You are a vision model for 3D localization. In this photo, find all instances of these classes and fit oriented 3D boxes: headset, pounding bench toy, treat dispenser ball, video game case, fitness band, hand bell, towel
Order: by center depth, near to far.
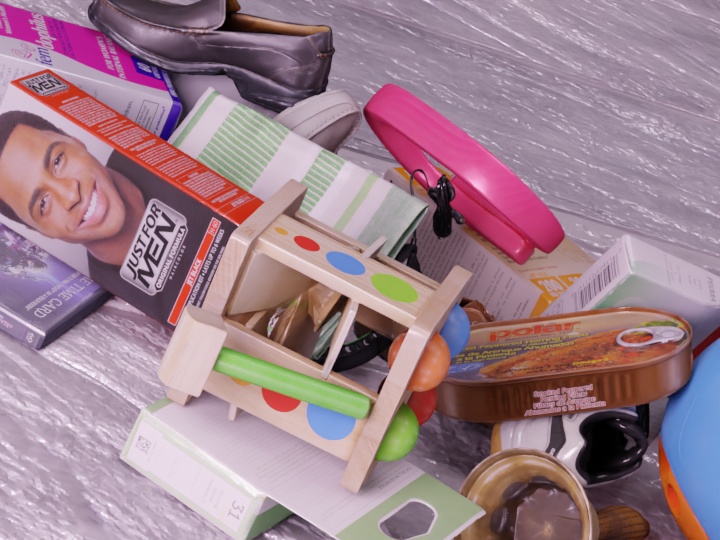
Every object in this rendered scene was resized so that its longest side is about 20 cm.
[{"bbox_3d":[-0.027,0.056,1.390,0.155,0.125,0.200,27,23,6],"label":"pounding bench toy"},{"bbox_3d":[0.154,0.179,1.521,0.104,0.105,0.200,39,13,29],"label":"hand bell"},{"bbox_3d":[-0.275,-0.021,1.546,0.199,0.019,0.143,31,24,8],"label":"video game case"},{"bbox_3d":[0.316,0.134,1.607,0.199,0.202,0.201,22,23,-10],"label":"treat dispenser ball"},{"bbox_3d":[-0.073,-0.036,1.616,0.199,0.153,0.023,29,-19,21],"label":"towel"},{"bbox_3d":[0.000,0.000,1.653,0.123,0.094,0.200,38,67,23],"label":"headset"},{"bbox_3d":[0.080,-0.076,1.728,0.200,0.037,0.144,38,-8,40],"label":"fitness band"}]

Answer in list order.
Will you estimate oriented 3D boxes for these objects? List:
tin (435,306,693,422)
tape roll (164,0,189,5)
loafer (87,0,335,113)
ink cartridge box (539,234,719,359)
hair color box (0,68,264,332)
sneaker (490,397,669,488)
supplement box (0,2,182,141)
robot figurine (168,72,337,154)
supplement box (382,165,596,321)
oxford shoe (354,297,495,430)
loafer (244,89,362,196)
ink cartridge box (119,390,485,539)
[{"bbox_3d":[0.142,0.067,1.600,0.198,0.042,0.112,-7,24,3],"label":"tin"},{"bbox_3d":[-0.136,-0.206,1.968,0.201,0.037,0.203,24,2,-1],"label":"tape roll"},{"bbox_3d":[-0.114,-0.189,1.729,0.198,0.073,0.073,18,28,-3],"label":"loafer"},{"bbox_3d":[0.237,0.066,1.720,0.199,0.161,0.050,24,42,-22],"label":"ink cartridge box"},{"bbox_3d":[-0.171,-0.047,1.559,0.199,0.102,0.061,31,24,13],"label":"hair color box"},{"bbox_3d":[0.183,0.125,1.615,0.087,0.076,0.199,2,14,40],"label":"sneaker"},{"bbox_3d":[-0.252,-0.132,1.698,0.199,0.104,0.101,12,28,-26],"label":"supplement box"},{"bbox_3d":[-0.106,-0.122,1.810,0.200,0.113,0.169,37,57,24],"label":"robot figurine"},{"bbox_3d":[0.112,-0.006,1.845,0.200,0.074,0.126,40,27,30],"label":"supplement box"},{"bbox_3d":[0.090,0.066,1.679,0.199,0.072,0.071,34,23,13],"label":"oxford shoe"},{"bbox_3d":[-0.067,-0.061,1.683,0.070,0.070,0.200,39,70,25],"label":"loafer"},{"bbox_3d":[-0.035,0.138,1.425,0.199,0.048,0.145,34,24,16],"label":"ink cartridge box"}]
